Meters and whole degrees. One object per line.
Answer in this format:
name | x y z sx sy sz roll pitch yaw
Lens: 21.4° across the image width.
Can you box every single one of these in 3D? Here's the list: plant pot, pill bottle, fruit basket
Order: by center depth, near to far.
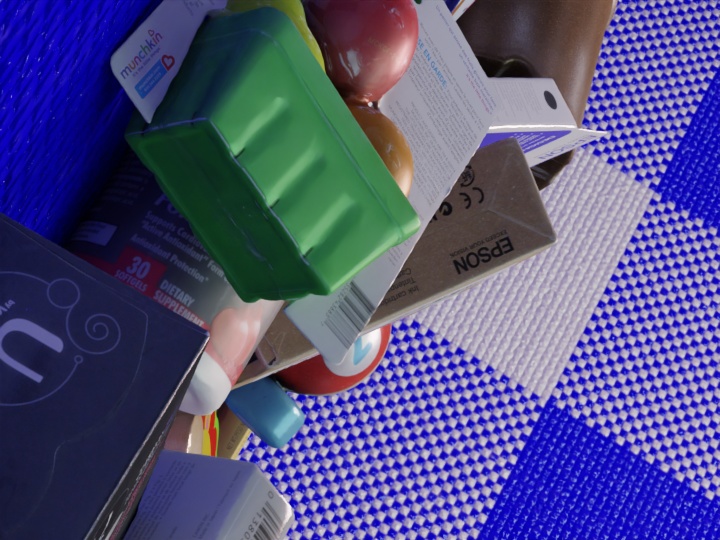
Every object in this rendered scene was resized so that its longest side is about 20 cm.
fruit basket | -0.020 -0.087 0.909 0.093 0.186 0.201 -11 -144 38
pill bottle | -0.071 -0.037 0.981 0.201 0.110 0.111 -60 179 -18
plant pot | 0.089 -0.170 1.364 0.201 0.199 0.199 119 -13 -51

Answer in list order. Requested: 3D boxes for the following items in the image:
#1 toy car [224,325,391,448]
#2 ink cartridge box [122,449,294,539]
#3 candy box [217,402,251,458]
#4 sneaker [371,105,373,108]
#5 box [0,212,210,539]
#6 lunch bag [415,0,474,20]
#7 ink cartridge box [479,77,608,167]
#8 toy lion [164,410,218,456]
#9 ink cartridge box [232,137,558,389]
toy car | -0.062 -0.002 1.363 0.185 0.177 0.200 -48 164 -9
ink cartridge box | -0.150 0.159 0.923 0.199 0.050 0.163 2 -131 40
candy box | -0.167 0.151 1.479 0.201 0.116 0.056 -59 179 -6
sneaker | -0.028 -0.069 1.085 0.078 0.139 0.201 88 26 -59
box | -0.149 0.087 0.789 0.123 0.105 0.200 -61 180 -31
lunch bag | 0.066 -0.258 1.161 0.200 0.123 0.170 -51 -176 41
ink cartridge box | 0.033 -0.074 1.255 0.197 0.044 0.199 -23 169 34
toy lion | -0.120 0.135 1.197 0.192 0.068 0.202 -74 169 -61
ink cartridge box | 0.000 0.000 1.166 0.199 0.076 0.165 -23 177 -16
